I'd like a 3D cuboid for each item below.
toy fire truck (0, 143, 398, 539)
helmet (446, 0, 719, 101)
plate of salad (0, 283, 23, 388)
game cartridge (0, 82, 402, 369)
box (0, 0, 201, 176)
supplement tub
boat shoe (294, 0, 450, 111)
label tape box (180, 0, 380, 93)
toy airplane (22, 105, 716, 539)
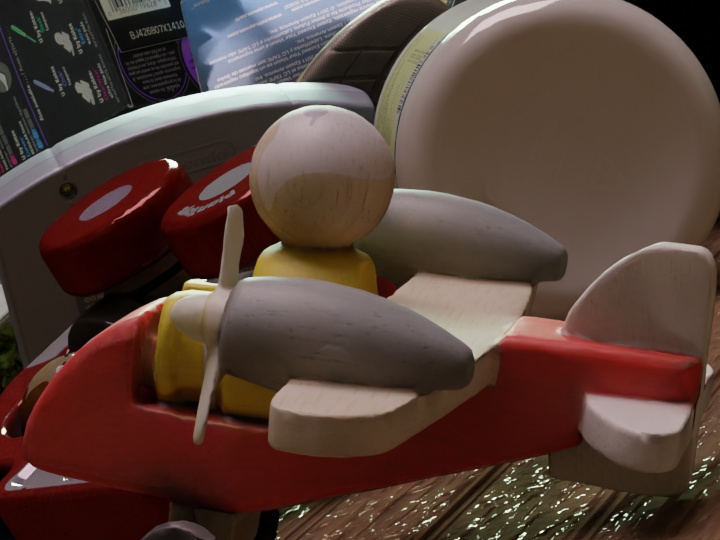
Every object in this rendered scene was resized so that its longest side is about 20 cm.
[{"bbox_3d":[-0.078,0.044,1.107,0.200,0.112,0.168,-9,27,50],"label":"toy fire truck"},{"bbox_3d":[0.137,-0.119,1.549,0.199,0.191,0.200,-16,6,2],"label":"helmet"},{"bbox_3d":[-0.172,0.014,1.658,0.200,0.048,0.200,-43,3,3],"label":"plate of salad"},{"bbox_3d":[-0.081,-0.019,1.472,0.199,0.133,0.041,-16,29,-10],"label":"game cartridge"},{"bbox_3d":[-0.180,-0.123,1.859,0.200,0.106,0.122,-27,-7,43],"label":"box"},{"bbox_3d":[0.081,-0.056,1.355,0.145,0.145,0.200,-15,6,-2],"label":"supplement tub"},{"bbox_3d":[-0.025,-0.064,1.534,0.200,0.076,0.072,-52,22,6],"label":"boat shoe"},{"bbox_3d":[-0.012,-0.091,1.716,0.144,0.200,0.063,-20,-34,9],"label":"label tape box"},{"bbox_3d":[0.012,0.016,0.903,0.199,0.142,0.200,-18,6,-29],"label":"toy airplane"}]
